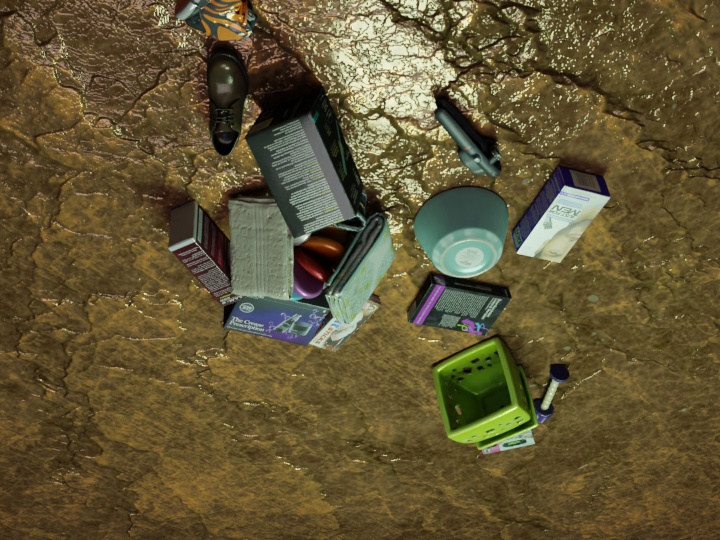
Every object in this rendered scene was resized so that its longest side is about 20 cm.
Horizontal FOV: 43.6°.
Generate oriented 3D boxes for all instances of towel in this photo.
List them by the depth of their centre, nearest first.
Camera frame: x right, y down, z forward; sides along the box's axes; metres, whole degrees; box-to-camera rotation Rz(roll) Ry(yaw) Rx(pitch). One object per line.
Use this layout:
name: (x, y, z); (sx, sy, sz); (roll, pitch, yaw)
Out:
towel: (-0.195, -0.046, 1.753); (0.132, 0.034, 0.202); (5, 101, 22)
towel: (0.000, 0.000, 1.806); (0.048, 0.201, 0.171); (30, 162, 18)

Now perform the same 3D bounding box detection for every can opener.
can opener: (0.197, -0.239, 1.659); (0.078, 0.064, 0.200); (-27, 134, 23)

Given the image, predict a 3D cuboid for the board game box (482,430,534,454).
board game box: (0.372, 0.402, 2.387); (0.146, 0.065, 0.201); (-15, 136, 10)

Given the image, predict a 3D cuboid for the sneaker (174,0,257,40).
sneaker: (-0.192, -0.436, 1.402); (0.112, 0.078, 0.199); (27, 140, -36)

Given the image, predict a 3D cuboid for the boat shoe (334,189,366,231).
boat shoe: (-0.068, -0.149, 1.710); (0.199, 0.091, 0.071); (24, 131, -28)

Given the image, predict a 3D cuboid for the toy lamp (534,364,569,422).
toy lamp: (0.487, 0.322, 2.318); (0.058, 0.058, 0.201); (3, 136, -9)

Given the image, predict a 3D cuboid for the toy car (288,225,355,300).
toy car: (-0.104, -0.015, 1.809); (0.174, 0.151, 0.200); (29, 128, -33)

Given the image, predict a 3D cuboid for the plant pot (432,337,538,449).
plant pot: (0.314, 0.313, 2.189); (0.198, 0.201, 0.181); (-28, 139, 22)

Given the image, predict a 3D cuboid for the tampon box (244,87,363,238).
tampon box: (-0.092, -0.188, 1.575); (0.125, 0.150, 0.201); (-18, 113, 15)

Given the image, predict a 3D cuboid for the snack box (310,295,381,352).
snack box: (-0.037, 0.116, 2.055); (0.072, 0.024, 0.200); (22, 132, -26)

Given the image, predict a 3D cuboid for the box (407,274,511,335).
box: (0.223, 0.080, 2.037); (0.198, 0.036, 0.143); (12, 136, -16)

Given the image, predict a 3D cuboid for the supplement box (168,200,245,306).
supplement box: (-0.303, -0.032, 1.802); (0.061, 0.109, 0.200); (-21, 135, 16)

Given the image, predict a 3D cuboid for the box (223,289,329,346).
box: (-0.184, 0.078, 1.961); (0.199, 0.079, 0.142); (13, 132, -20)

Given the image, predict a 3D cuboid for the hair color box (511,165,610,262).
hair color box: (0.404, -0.110, 1.825); (0.108, 0.065, 0.200); (11, 137, -18)

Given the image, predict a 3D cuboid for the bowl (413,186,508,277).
bowl: (0.212, -0.062, 1.827); (0.199, 0.106, 0.202); (-3, 137, -2)

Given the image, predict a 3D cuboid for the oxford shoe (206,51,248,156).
oxford shoe: (-0.229, -0.282, 1.552); (0.072, 0.085, 0.201); (0, 136, -3)
